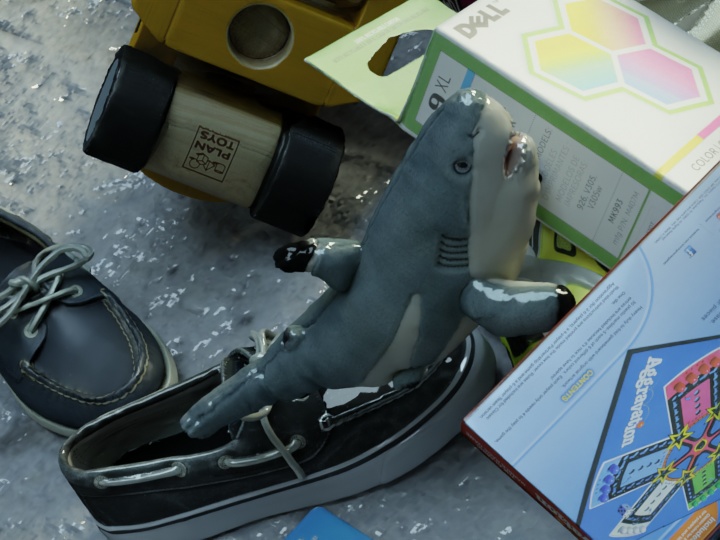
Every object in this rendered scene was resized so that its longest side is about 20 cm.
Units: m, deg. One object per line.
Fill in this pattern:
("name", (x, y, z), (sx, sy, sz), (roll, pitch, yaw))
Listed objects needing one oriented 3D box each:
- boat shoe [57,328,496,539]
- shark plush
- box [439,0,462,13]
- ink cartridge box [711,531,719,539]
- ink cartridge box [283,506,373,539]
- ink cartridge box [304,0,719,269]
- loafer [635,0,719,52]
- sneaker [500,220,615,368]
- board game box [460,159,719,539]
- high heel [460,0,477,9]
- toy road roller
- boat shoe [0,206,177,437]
("boat shoe", (-0.039, 0.061, 1.207), (0.198, 0.068, 0.074), (-19, 42, 16))
("shark plush", (0.000, 0.000, 1.123), (0.200, 0.083, 0.091), (-30, 42, 34))
("box", (0.116, -0.201, 1.387), (0.200, 0.044, 0.160), (-39, 41, -8))
("ink cartridge box", (0.201, 0.104, 1.034), (0.176, 0.045, 0.200), (15, 60, 42))
("ink cartridge box", (0.013, 0.200, 1.026), (0.146, 0.086, 0.200), (-46, 41, -16))
("ink cartridge box", (0.088, -0.078, 1.180), (0.200, 0.060, 0.104), (34, 40, 18))
("loafer", (0.181, -0.107, 1.237), (0.199, 0.076, 0.069), (-21, 42, 27))
("sneaker", (0.082, -0.010, 1.210), (0.076, 0.076, 0.200), (-23, 48, -7))
("board game box", (0.144, 0.026, 1.065), (0.103, 0.019, 0.200), (41, 75, 20))
("high heel", (0.129, -0.149, 1.249), (0.199, 0.097, 0.067), (15, 23, 38))
("toy road roller", (-0.054, -0.128, 1.324), (0.146, 0.122, 0.201), (-98, 31, -67))
("boat shoe", (-0.159, 0.016, 1.330), (0.075, 0.062, 0.200), (-38, 41, -10))
